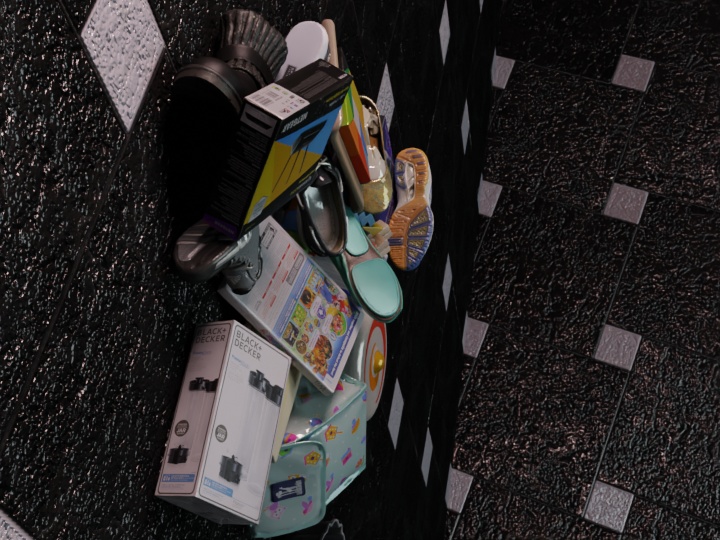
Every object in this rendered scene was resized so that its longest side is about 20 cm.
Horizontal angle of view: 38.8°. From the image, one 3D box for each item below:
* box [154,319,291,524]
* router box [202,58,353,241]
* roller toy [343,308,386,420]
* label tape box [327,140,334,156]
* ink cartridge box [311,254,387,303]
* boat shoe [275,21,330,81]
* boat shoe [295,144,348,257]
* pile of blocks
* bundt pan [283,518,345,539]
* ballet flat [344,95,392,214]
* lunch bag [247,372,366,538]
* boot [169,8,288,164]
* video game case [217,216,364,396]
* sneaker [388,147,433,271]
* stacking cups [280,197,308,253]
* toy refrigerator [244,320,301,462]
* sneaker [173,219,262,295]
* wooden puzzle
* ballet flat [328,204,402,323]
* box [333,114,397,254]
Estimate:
[{"bbox_3d":[-0.150,0.170,1.145,0.117,0.059,0.202,41,51,-46],"label":"box"},{"bbox_3d":[-0.087,-0.136,1.113,0.150,0.051,0.200,-65,171,30],"label":"router box"},{"bbox_3d":[-0.032,0.134,1.525,0.183,0.138,0.203,65,32,-61],"label":"roller toy"},{"bbox_3d":[-0.086,-0.185,1.382,0.201,0.062,0.146,-70,158,-50],"label":"label tape box"},{"bbox_3d":[-0.039,0.006,1.503,0.200,0.118,0.042,-55,163,-66],"label":"ink cartridge box"},{"bbox_3d":[-0.093,-0.205,1.249,0.202,0.069,0.066,-66,161,-5],"label":"boat shoe"},{"bbox_3d":[-0.056,-0.115,1.316,0.075,0.060,0.202,-26,113,-24],"label":"boat shoe"},{"bbox_3d":[-0.018,-0.055,1.495,0.198,0.062,0.083,-6,119,-41],"label":"pile of blocks"},{"bbox_3d":[-0.082,0.472,1.532,0.202,0.075,0.205,4,90,-77],"label":"bundt pan"},{"bbox_3d":[0.007,-0.176,1.499,0.071,0.070,0.202,73,8,-55],"label":"ballet flat"},{"bbox_3d":[-0.083,0.244,1.368,0.200,0.121,0.172,-38,141,-41],"label":"lunch bag"},{"bbox_3d":[-0.140,-0.221,1.113,0.211,0.078,0.160,83,21,-74],"label":"boot"},{"bbox_3d":[-0.082,0.042,1.296,0.200,0.018,0.144,46,42,-21],"label":"video game case"},{"bbox_3d":[0.091,-0.094,1.673,0.088,0.074,0.203,45,50,-72],"label":"sneaker"},{"bbox_3d":[-0.089,-0.051,1.402,0.061,0.060,0.202,79,22,-46],"label":"stacking cups"},{"bbox_3d":[-0.122,0.134,1.289,0.070,0.075,0.202,78,21,-47],"label":"toy refrigerator"},{"bbox_3d":[-0.146,-0.011,1.153,0.201,0.074,0.117,-66,154,-57],"label":"sneaker"},{"bbox_3d":[-0.018,-0.205,1.374,0.201,0.037,0.187,74,9,-59],"label":"wooden puzzle"},{"bbox_3d":[0.000,0.000,1.388,0.201,0.067,0.071,62,-23,28],"label":"ballet flat"},{"bbox_3d":[-0.008,-0.129,1.632,0.201,0.103,0.150,75,23,-53],"label":"box"}]
